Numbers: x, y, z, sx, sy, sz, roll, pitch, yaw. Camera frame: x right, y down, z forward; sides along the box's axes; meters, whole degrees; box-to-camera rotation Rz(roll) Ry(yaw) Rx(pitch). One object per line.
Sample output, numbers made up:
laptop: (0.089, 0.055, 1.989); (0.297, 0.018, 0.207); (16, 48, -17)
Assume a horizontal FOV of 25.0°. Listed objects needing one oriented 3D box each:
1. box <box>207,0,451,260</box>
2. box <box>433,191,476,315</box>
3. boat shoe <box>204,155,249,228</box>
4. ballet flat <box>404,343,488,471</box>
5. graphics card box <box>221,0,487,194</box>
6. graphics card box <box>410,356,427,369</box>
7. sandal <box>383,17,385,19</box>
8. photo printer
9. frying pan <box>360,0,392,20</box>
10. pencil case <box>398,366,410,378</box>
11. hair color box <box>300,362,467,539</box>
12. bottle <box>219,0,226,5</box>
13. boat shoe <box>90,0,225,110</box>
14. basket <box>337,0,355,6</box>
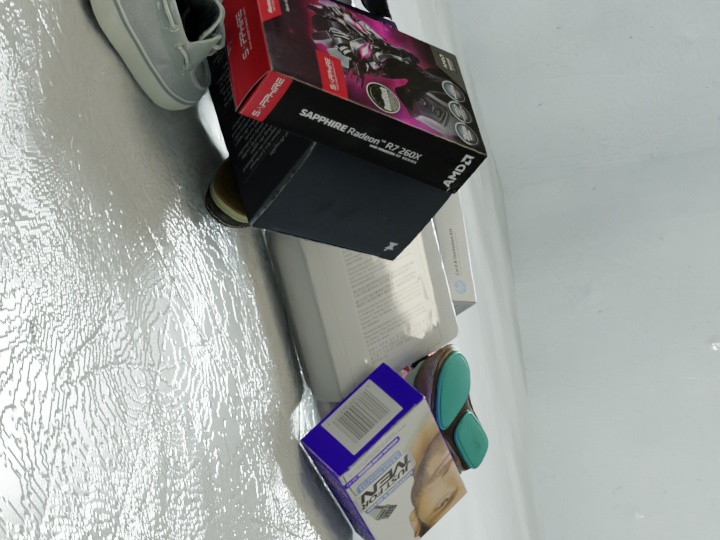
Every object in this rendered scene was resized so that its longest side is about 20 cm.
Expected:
box: (-0.028, -0.123, 1.325); (0.148, 0.104, 0.200); (12, 42, -36)
box: (0.042, -0.004, 1.703); (0.200, 0.041, 0.156); (-34, -123, 51)
boat shoe: (-0.078, -0.069, 1.371); (0.073, 0.065, 0.200); (46, 29, 4)
ballet flat: (0.073, 0.131, 1.580); (0.068, 0.067, 0.200); (-53, 148, -27)
graphics card box: (-0.006, -0.142, 1.228); (0.200, 0.051, 0.126); (20, 38, -30)
graphics card box: (0.069, 0.140, 1.829); (0.125, 0.051, 0.200); (13, 69, -80)
sandal: (0.012, -0.129, 1.452); (0.082, 0.054, 0.200); (-31, -124, 54)
photo printer: (0.000, 0.000, 1.515); (0.166, 0.069, 0.200); (-28, 112, -32)
frying pan: (-0.004, -0.297, 1.366); (0.115, 0.031, 0.190); (65, 10, -71)
pencil case: (0.003, 0.052, 1.624); (0.094, 0.091, 0.200); (-131, -159, -67)
hair color box: (0.026, 0.186, 1.535); (0.065, 0.109, 0.200); (40, -14, 32)
bottle: (-0.145, -0.264, 1.218); (0.084, 0.065, 0.200); (-97, 170, -46)
boat shoe: (-0.133, -0.173, 1.168); (0.201, 0.071, 0.070); (54, 26, -69)
basket: (-0.089, -0.315, 1.408); (0.123, 0.135, 0.200); (-88, 165, -66)
